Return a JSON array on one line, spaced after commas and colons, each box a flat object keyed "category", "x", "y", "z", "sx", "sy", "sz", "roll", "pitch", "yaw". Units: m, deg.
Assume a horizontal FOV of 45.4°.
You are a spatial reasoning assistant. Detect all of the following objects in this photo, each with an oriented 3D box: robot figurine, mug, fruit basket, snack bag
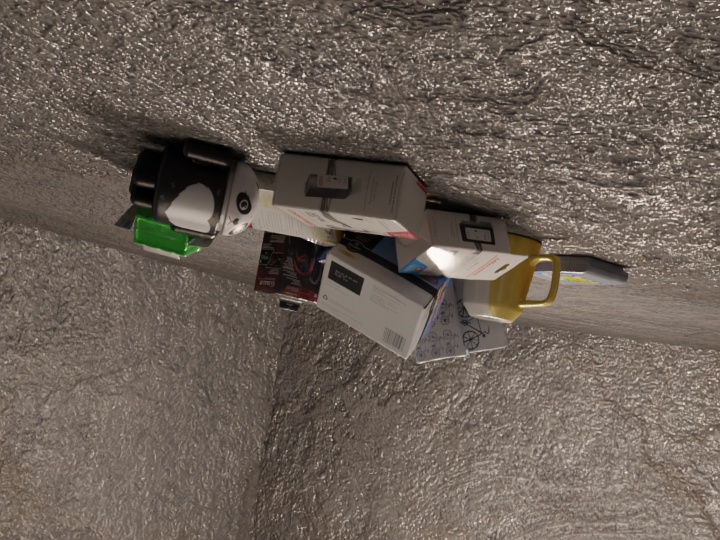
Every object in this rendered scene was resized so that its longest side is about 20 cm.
[{"category": "robot figurine", "x": -0.257, "y": -0.125, "z": 1.353, "sx": 0.196, "sy": 0.127, "sz": 0.150, "roll": 12, "pitch": 173, "yaw": -11}, {"category": "mug", "x": 0.265, "y": 0.015, "z": 1.616, "sx": 0.147, "sy": 0.156, "sz": 0.186, "roll": 13, "pitch": 173, "yaw": -20}, {"category": "fruit basket", "x": -0.349, "y": -0.101, "z": 1.649, "sx": 0.182, "sy": 0.095, "sz": 0.201, "roll": 14, "pitch": -157, "yaw": 2}, {"category": "snack bag", "x": 0.187, "y": 0.076, "z": 1.683, "sx": 0.196, "sy": 0.192, "sz": 0.021, "roll": -6, "pitch": 169, "yaw": -10}]

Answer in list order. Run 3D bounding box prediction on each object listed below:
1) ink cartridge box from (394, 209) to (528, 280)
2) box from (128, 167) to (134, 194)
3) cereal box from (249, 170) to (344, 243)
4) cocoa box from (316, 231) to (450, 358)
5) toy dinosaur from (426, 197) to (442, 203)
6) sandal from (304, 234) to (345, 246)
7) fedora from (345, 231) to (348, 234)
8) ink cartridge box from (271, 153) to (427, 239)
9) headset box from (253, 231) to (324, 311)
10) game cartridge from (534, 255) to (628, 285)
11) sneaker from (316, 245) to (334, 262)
[{"category": "ink cartridge box", "x": 0.171, "y": -0.040, "z": 1.453, "sx": 0.197, "sy": 0.069, "sz": 0.116, "roll": 5, "pitch": 155, "yaw": -28}, {"category": "box", "x": -0.309, "y": -0.141, "z": 1.512, "sx": 0.158, "sy": 0.050, "sz": 0.200, "roll": 13, "pitch": -176, "yaw": -5}, {"category": "cereal box", "x": -0.124, "y": -0.110, "z": 1.484, "sx": 0.196, "sy": 0.040, "sz": 0.145, "roll": 11, "pitch": 154, "yaw": 4}, {"category": "cocoa box", "x": 0.043, "y": 0.030, "z": 1.531, "sx": 0.198, "sy": 0.135, "sz": 0.131, "roll": 29, "pitch": -138, "yaw": 14}, {"category": "toy dinosaur", "x": 0.037, "y": -0.109, "z": 1.418, "sx": 0.105, "sy": 0.062, "sz": 0.199, "roll": -19, "pitch": -176, "yaw": -23}, {"category": "sandal", "x": -0.116, "y": -0.110, "z": 1.585, "sx": 0.204, "sy": 0.060, "sz": 0.079, "roll": 22, "pitch": 149, "yaw": -15}, {"category": "fedora", "x": -0.020, "y": -0.033, "z": 1.809, "sx": 0.197, "sy": 0.203, "sz": 0.092, "roll": 7, "pitch": 143, "yaw": 23}, {"category": "ink cartridge box", "x": -0.014, "y": -0.110, "z": 1.285, "sx": 0.196, "sy": 0.087, "sz": 0.145, "roll": 10, "pitch": 174, "yaw": 19}, {"category": "headset box", "x": -0.123, "y": -0.022, "z": 1.708, "sx": 0.074, "sy": 0.204, "sz": 0.147, "roll": 4, "pitch": 172, "yaw": 44}, {"category": "game cartridge", "x": 0.430, "y": 0.000, "z": 1.764, "sx": 0.132, "sy": 0.041, "sz": 0.199, "roll": 18, "pitch": 171, "yaw": -28}, {"category": "sneaker", "x": 0.000, "y": 0.000, "z": 1.681, "sx": 0.197, "sy": 0.080, "sz": 0.075, "roll": 18, "pitch": 167, "yaw": -30}]
